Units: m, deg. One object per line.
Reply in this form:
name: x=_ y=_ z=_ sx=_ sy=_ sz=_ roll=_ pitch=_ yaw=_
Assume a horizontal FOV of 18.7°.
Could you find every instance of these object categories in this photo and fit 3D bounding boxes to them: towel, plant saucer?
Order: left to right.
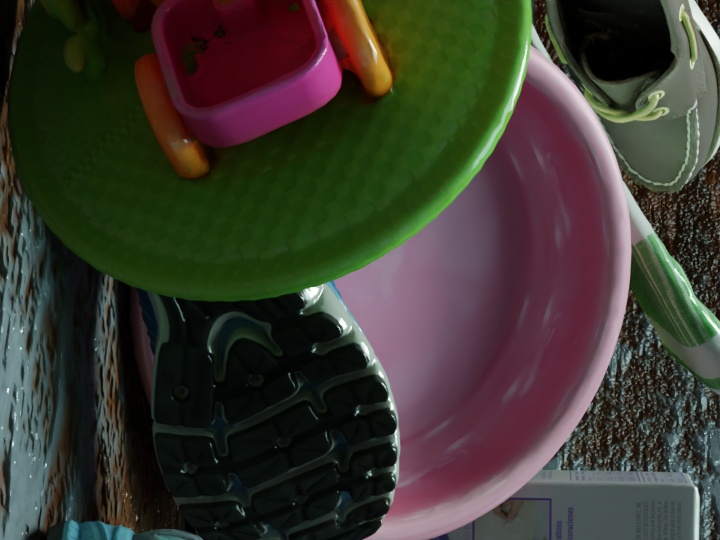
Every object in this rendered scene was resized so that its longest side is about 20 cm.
plant saucer: x=0.005 y=0.001 z=0.809 sx=0.051 sy=0.200 sz=0.201 roll=26 pitch=-59 yaw=60
towel: x=0.102 y=-0.042 z=0.922 sx=0.200 sy=0.023 sz=0.153 roll=60 pitch=3 yaw=-4

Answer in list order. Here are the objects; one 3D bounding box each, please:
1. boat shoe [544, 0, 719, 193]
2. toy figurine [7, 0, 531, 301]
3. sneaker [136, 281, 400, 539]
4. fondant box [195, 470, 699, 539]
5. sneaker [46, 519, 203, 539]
boat shoe: x=0.114 y=-0.101 z=0.938 sx=0.200 sy=0.072 sz=0.060 roll=72 pitch=34 yaw=-45
toy figurine: x=-0.057 y=-0.120 z=0.535 sx=0.184 sy=0.150 sz=0.200 roll=60 pitch=9 yaw=-58
sneaker: x=-0.037 y=0.002 z=0.705 sx=0.090 sy=0.078 sz=0.201 roll=-87 pitch=162 yaw=-68
fondant box: x=0.035 y=0.153 z=0.876 sx=0.058 sy=0.199 sz=0.145 roll=-14 pitch=104 yaw=-86
sneaker: x=-0.040 y=0.134 z=0.707 sx=0.200 sy=0.095 sz=0.080 roll=67 pitch=26 yaw=-71
